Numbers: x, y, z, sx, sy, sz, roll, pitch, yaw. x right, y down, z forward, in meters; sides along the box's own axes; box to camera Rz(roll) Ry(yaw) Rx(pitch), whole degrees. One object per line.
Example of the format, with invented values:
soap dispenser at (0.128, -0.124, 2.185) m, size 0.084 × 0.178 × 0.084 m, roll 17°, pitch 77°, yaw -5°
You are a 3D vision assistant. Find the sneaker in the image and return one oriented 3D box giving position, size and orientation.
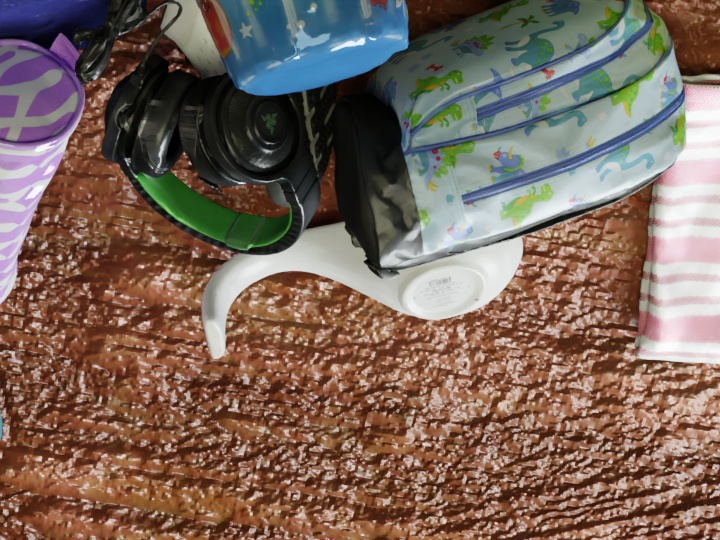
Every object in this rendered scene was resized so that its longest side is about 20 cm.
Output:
sneaker at (-0.068, -0.129, 1.607) m, size 0.080 × 0.074 × 0.201 m, roll -5°, pitch 116°, yaw 19°

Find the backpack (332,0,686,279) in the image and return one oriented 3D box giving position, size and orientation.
backpack at (0.088, -0.085, 1.579) m, size 0.199 × 0.163 × 0.155 m, roll -4°, pitch 105°, yaw -5°

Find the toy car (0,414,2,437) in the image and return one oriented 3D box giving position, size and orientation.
toy car at (-0.334, 0.109, 1.655) m, size 0.184 × 0.200 × 0.177 m, roll -19°, pitch 118°, yaw 11°

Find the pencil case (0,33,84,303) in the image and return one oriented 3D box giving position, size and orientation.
pencil case at (-0.214, -0.050, 1.592) m, size 0.084 × 0.085 × 0.200 m, roll 52°, pitch 147°, yaw 14°

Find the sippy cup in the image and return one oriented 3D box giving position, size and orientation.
sippy cup at (-0.036, -0.166, 1.456) m, size 0.177 × 0.140 × 0.131 m, roll -12°, pitch 83°, yaw -32°

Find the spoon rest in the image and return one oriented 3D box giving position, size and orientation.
spoon rest at (0.000, 0.000, 1.677) m, size 0.199 × 0.061 × 0.100 m, roll -12°, pitch 142°, yaw -3°

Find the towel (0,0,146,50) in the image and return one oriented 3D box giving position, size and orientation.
towel at (-0.212, -0.152, 1.528) m, size 0.147 × 0.200 × 0.050 m, roll -17°, pitch 81°, yaw 11°

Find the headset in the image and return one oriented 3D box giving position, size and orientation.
headset at (-0.100, -0.074, 1.553) m, size 0.123 × 0.094 × 0.200 m, roll 9°, pitch 141°, yaw 31°

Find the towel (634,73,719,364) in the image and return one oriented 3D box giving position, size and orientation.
towel at (0.247, -0.025, 1.680) m, size 0.146 × 0.030 × 0.201 m, roll 3°, pitch 120°, yaw -1°
